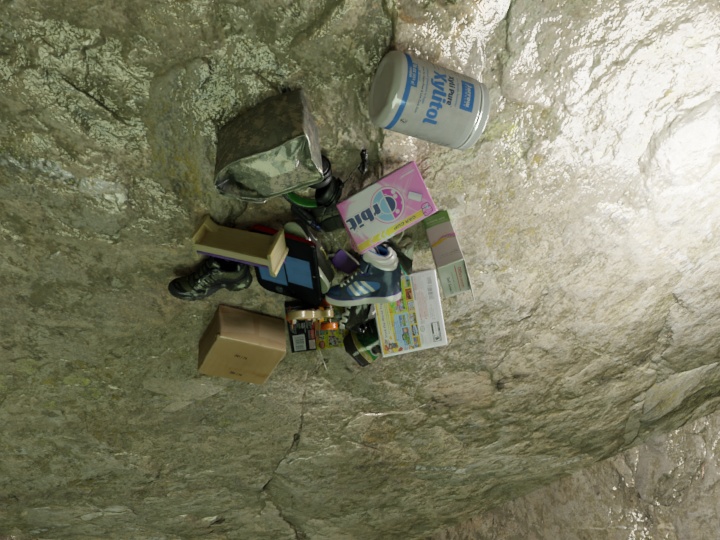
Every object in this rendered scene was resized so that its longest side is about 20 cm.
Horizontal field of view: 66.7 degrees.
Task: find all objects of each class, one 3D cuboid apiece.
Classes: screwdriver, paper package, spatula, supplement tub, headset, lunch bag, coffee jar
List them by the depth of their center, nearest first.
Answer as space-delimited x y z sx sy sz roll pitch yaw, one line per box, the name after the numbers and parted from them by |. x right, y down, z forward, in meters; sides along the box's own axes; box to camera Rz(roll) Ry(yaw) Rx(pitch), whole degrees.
0.124 -0.309 1.005 0.195 0.134 0.133 9 134 -21 | supplement tub
-0.176 -0.220 1.007 0.195 0.167 0.119 -17 136 7 | lunch bag
-0.075 -0.197 1.142 0.195 0.096 0.124 -10 144 22 | headset
-0.074 -0.082 1.206 0.198 0.029 0.028 38 139 -3 | screwdriver
-0.095 -0.041 1.320 0.196 0.021 0.057 20 131 -28 | spatula
-0.320 0.205 1.471 0.196 0.105 0.191 16 132 -28 | paper package
0.051 0.181 1.520 0.198 0.086 0.105 -33 131 9 | coffee jar

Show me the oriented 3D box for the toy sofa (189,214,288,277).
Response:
-0.260 -0.043 1.186 0.195 0.084 0.099 12 137 10 | toy sofa

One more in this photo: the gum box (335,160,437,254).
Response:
0.048 -0.131 1.155 0.197 0.066 0.115 -29 100 1 | gum box

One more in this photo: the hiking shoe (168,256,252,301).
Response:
-0.357 0.004 1.284 0.195 0.076 0.103 -12 130 -13 | hiking shoe

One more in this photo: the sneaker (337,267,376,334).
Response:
0.008 0.080 1.400 0.089 0.066 0.204 24 119 13 | sneaker

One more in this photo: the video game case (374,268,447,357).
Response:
0.126 0.113 1.441 0.177 0.023 0.206 -11 98 0 | video game case

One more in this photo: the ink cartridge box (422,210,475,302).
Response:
0.204 -0.024 1.270 0.066 0.203 0.118 -17 138 7 | ink cartridge box

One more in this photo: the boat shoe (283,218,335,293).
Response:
-0.115 -0.042 1.265 0.070 0.061 0.204 3 133 32 | boat shoe

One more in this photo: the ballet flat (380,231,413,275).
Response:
0.087 -0.060 1.310 0.068 0.069 0.200 -38 132 10 | ballet flat

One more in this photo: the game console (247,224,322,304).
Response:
-0.174 -0.010 1.266 0.173 0.031 0.203 19 140 19 | game console

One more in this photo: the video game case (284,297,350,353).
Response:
-0.113 0.151 1.517 0.175 0.026 0.203 -6 136 -5 | video game case

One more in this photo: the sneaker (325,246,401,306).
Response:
0.000 0.000 1.285 0.195 0.081 0.150 -2 112 18 | sneaker

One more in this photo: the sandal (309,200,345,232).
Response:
-0.020 -0.126 1.224 0.195 0.057 0.082 2 104 10 | sandal

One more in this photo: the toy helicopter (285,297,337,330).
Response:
-0.138 0.109 1.353 0.128 0.081 0.200 -3 175 14 | toy helicopter
